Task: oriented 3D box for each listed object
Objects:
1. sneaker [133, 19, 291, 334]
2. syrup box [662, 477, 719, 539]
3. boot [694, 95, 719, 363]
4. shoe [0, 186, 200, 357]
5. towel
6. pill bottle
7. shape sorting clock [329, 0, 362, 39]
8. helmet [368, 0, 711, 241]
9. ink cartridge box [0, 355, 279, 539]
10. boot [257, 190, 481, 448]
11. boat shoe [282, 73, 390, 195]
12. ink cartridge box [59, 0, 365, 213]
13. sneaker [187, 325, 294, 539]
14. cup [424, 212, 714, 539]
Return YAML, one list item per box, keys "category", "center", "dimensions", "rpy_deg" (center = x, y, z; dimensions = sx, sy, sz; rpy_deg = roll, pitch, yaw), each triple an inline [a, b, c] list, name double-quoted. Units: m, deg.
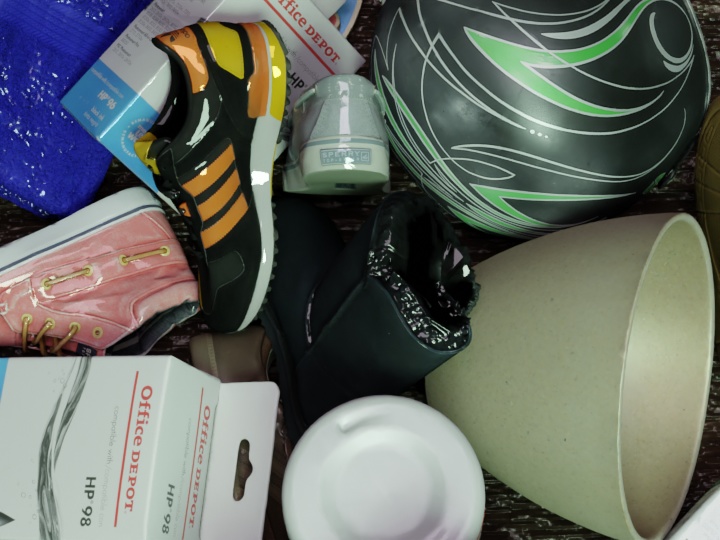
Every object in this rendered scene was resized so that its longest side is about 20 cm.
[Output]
- category: "sneaker"
  center: [-0.100, -0.057, 1.056]
  dimensions: [0.090, 0.070, 0.201]
  rpy_deg: [-2, 110, -26]
- category: "syrup box"
  center: [0.193, 0.216, 1.047]
  dimensions: [0.200, 0.079, 0.081]
  rpy_deg: [-43, 78, -12]
- category: "boot"
  center: [0.301, -0.025, 1.095]
  dimensions: [0.155, 0.073, 0.201]
  rpy_deg: [-11, 104, -5]
- category: "shoe"
  center: [-0.201, 0.030, 1.105]
  dimensions: [0.199, 0.072, 0.091]
  rpy_deg: [-28, 72, -12]
- category: "towel"
  center: [-0.203, -0.144, 1.111]
  dimensions: [0.147, 0.049, 0.201]
  rpy_deg: [26, 82, -29]
- category: "pill bottle"
  center: [0.014, 0.153, 1.000]
  dimensions: [0.111, 0.200, 0.112]
  rpy_deg: [0, 69, 1]
- category: "shape sorting clock"
  center: [-0.095, -0.213, 1.196]
  dimensions: [0.199, 0.039, 0.201]
  rpy_deg: [0, 73, 0]
- category: "helmet"
  center: [0.105, -0.117, 1.091]
  dimensions: [0.190, 0.200, 0.201]
  rpy_deg: [-24, 74, -24]
- category: "ink cartridge box"
  center: [-0.156, 0.114, 1.043]
  dimensions: [0.199, 0.067, 0.116]
  rpy_deg: [-3, 71, 25]
- category: "boot"
  center: [0.000, 0.000, 1.048]
  dimensions: [0.076, 0.168, 0.201]
  rpy_deg: [7, 53, -28]
- category: "boat shoe"
  center: [-0.011, -0.085, 1.066]
  dimensions: [0.070, 0.201, 0.072]
  rpy_deg: [2, 88, -5]
- category: "ink cartridge box"
  center: [-0.081, -0.138, 1.109]
  dimensions: [0.200, 0.116, 0.068]
  rpy_deg: [-48, 42, -1]
- category: "sneaker"
  center: [-0.055, 0.128, 1.078]
  dimensions: [0.075, 0.070, 0.201]
  rpy_deg: [-12, 75, -9]
- category: "cup"
  center: [0.124, 0.059, 1.053]
  dimensions: [0.143, 0.200, 0.201]
  rpy_deg: [6, 71, 26]
